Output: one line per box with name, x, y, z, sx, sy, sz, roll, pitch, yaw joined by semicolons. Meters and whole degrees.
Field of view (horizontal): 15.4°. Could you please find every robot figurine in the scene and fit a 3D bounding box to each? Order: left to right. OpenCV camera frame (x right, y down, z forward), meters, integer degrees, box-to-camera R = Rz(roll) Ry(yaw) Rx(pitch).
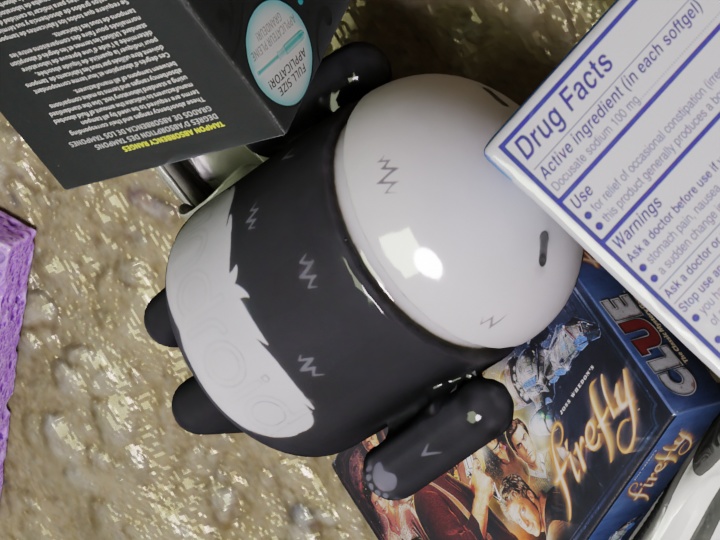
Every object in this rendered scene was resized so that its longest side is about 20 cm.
robot figurine;0.002;0.001;1.106;0.200;0.125;0.150;-33;107;36

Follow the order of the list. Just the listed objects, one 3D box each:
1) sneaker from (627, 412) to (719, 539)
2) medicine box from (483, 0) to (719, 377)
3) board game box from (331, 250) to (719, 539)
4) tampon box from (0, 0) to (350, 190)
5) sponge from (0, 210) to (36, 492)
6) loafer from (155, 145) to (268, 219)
sneaker;0.195;0.095;1.124;0.115;0.076;0.201;30;131;0
medicine box;0.180;-0.044;0.969;0.200;0.103;0.182;44;98;7
board game box;0.069;0.073;1.176;0.136;0.034;0.200;56;137;28
tampon box;-0.103;-0.161;1.076;0.126;0.150;0.200;-11;130;36
sponge;-0.231;0.037;1.400;0.111;0.030;0.201;27;127;19
loafer;-0.054;-0.035;1.208;0.200;0.070;0.070;52;132;-1
